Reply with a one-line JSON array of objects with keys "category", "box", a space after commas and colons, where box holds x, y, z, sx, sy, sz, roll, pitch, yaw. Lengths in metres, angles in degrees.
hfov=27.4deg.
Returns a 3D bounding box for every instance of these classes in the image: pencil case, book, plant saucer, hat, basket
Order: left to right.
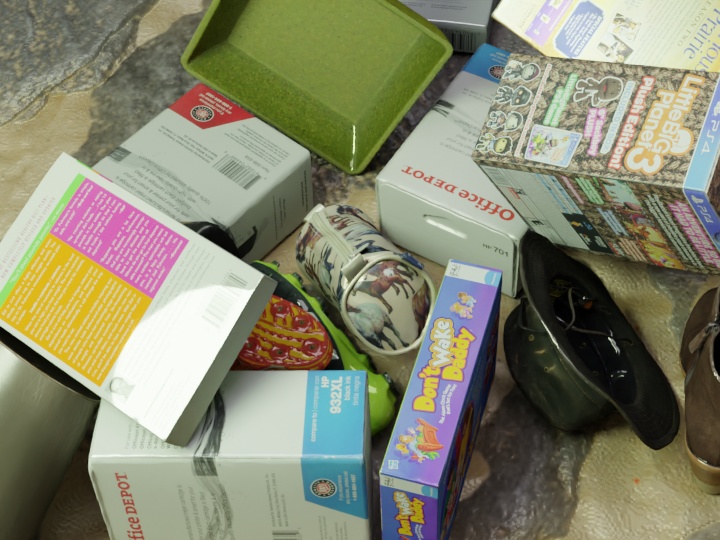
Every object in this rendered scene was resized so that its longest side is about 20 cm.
[{"category": "basket", "box": [-0.289, 0.146, 1.075, 0.179, 0.136, 0.201, 35, 89, 23]}, {"category": "book", "box": [-0.172, 0.016, 1.062, 0.199, 0.048, 0.135, 31, 89, 25]}, {"category": "plant saucer", "box": [-0.037, -0.204, 1.320, 0.198, 0.200, 0.048, 32, 48, -8]}, {"category": "pencil case", "box": [0.000, 0.000, 1.218, 0.077, 0.090, 0.200, -30, 20, -5]}, {"category": "hat", "box": [0.166, 0.071, 1.191, 0.081, 0.200, 0.202, -38, 48, 22]}]

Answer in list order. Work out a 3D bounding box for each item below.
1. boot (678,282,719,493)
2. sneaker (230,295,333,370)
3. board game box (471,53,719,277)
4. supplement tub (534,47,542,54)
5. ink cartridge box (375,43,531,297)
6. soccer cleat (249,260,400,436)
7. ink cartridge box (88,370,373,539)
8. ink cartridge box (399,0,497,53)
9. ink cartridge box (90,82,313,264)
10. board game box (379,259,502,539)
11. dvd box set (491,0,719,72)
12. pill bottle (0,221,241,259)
[{"category": "boot", "box": [0.289, 0.056, 1.153, 0.071, 0.167, 0.202, 5, 51, 10]}, {"category": "sneaker", "box": [-0.108, 0.064, 1.210, 0.197, 0.078, 0.074, 3, 50, 27]}, {"category": "board game box", "box": [0.214, -0.080, 1.154, 0.198, 0.159, 0.098, 12, 72, 34]}, {"category": "supplement tub", "box": [0.228, -0.239, 1.370, 0.121, 0.199, 0.125, -2, 87, 28]}, {"category": "ink cartridge box", "box": [0.125, -0.094, 1.337, 0.145, 0.086, 0.201, 25, 58, 21]}, {"category": "soccer cleat", "box": [-0.050, 0.068, 1.230, 0.081, 0.068, 0.200, -39, 57, -7]}, {"category": "ink cartridge box", "box": [-0.091, 0.149, 1.109, 0.197, 0.146, 0.085, 0, 49, 3]}, {"category": "ink cartridge box", "box": [0.050, -0.314, 1.548, 0.196, 0.041, 0.202, 8, 51, 9]}, {"category": "ink cartridge box", "box": [-0.159, -0.055, 1.318, 0.144, 0.084, 0.200, 33, 58, 26]}, {"category": "board game box", "box": [0.064, 0.113, 1.140, 0.044, 0.135, 0.202, 12, 52, 12]}, {"category": "dvd box set", "box": [0.229, -0.217, 1.240, 0.199, 0.029, 0.147, 38, 104, 16]}, {"category": "pill bottle", "box": [-0.199, 0.018, 1.158, 0.197, 0.113, 0.113, 0, 48, 24]}]
